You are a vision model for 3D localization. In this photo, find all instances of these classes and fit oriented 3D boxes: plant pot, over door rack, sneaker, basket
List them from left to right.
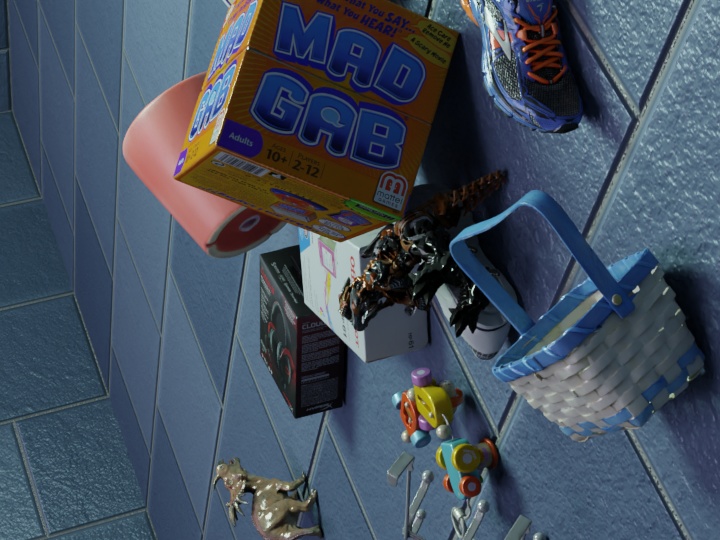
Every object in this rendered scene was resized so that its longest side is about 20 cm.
[{"bbox_3d":[-0.179,-0.127,1.922,0.178,0.199,0.201,57,154,18],"label":"plant pot"},{"bbox_3d":[0.092,-0.001,1.541,0.081,0.076,0.201,89,160,-56],"label":"sneaker"},{"bbox_3d":[0.111,0.253,1.529,0.147,0.067,0.201,26,158,19],"label":"over door rack"},{"bbox_3d":[0.138,-0.206,1.282,0.202,0.075,0.079,68,155,20],"label":"sneaker"},{"bbox_3d":[0.166,0.033,1.221,0.200,0.139,0.176,47,160,-6],"label":"basket"}]

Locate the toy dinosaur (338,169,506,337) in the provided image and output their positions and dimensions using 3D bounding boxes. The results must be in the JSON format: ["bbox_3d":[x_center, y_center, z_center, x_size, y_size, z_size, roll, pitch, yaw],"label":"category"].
[{"bbox_3d":[0.060,-0.018,1.455,0.136,0.101,0.201,51,121,46],"label":"toy dinosaur"}]

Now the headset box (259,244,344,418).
[{"bbox_3d":[-0.081,0.074,2.046,0.149,0.074,0.201,-124,28,-46],"label":"headset box"}]

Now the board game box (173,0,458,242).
[{"bbox_3d":[-0.050,-0.165,1.525,0.200,0.198,0.202,163,126,-70],"label":"board game box"}]

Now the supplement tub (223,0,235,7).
[{"bbox_3d":[-0.077,-0.355,1.669,0.200,0.144,0.147,-176,74,-69],"label":"supplement tub"}]

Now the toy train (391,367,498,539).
[{"bbox_3d":[0.098,0.188,1.671,0.151,0.055,0.201,91,157,-49],"label":"toy train"}]

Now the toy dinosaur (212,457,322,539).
[{"bbox_3d":[-0.140,0.370,2.304,0.200,0.134,0.087,-129,32,-50],"label":"toy dinosaur"}]

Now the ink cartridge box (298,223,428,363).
[{"bbox_3d":[0.000,0.000,1.767,0.200,0.084,0.146,-142,43,-59],"label":"ink cartridge box"}]
